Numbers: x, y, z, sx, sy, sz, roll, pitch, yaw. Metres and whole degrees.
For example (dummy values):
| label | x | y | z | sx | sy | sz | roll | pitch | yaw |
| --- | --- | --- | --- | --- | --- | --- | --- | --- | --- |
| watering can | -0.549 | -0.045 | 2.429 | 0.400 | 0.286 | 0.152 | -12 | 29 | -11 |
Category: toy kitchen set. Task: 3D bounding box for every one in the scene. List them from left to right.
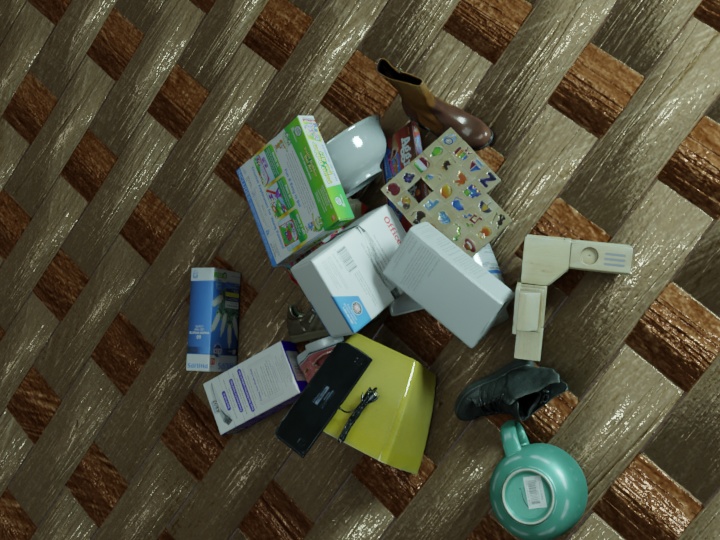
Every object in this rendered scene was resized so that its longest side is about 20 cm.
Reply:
| label | x | y | z | sx | sy | sz | roll | pitch | yaw |
| --- | --- | --- | --- | --- | --- | --- | --- | --- | --- |
| toy kitchen set | 0.340 | 0.054 | 1.426 | 0.178 | 0.163 | 0.203 | 6 | 97 | 12 |

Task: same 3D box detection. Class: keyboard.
| label | x | y | z | sx | sy | sz | roll | pitch | yaw |
| --- | --- | --- | --- | --- | --- | --- | --- | --- | --- |
| keyboard | -0.044 | 0.223 | 1.461 | 0.126 | 0.021 | 0.201 | 30 | 78 | 33 |

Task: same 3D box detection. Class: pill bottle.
| label | x | y | z | sx | sy | sz | roll | pitch | yaw |
| --- | --- | --- | --- | --- | --- | --- | --- | --- | --- |
| pill bottle | 0.186 | 0.003 | 1.538 | 0.111 | 0.112 | 0.202 | -24 | 74 | 20 |

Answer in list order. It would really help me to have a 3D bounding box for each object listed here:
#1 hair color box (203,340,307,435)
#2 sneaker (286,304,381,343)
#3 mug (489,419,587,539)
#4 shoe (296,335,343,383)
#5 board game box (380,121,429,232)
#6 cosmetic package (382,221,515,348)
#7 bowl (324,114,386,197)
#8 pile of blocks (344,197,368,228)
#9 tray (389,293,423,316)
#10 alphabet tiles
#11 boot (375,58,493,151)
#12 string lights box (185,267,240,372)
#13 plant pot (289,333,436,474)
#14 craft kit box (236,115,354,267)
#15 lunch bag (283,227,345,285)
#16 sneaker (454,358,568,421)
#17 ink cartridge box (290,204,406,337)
| label | x | y | z | sx | sy | sz | roll | pitch | yaw |
| --- | --- | --- | --- | --- | --- | --- | --- | --- | --- |
| hair color box | -0.201 | 0.231 | 1.718 | 0.198 | 0.065 | 0.110 | -28 | 73 | 18 |
| sneaker | -0.058 | 0.083 | 1.659 | 0.198 | 0.070 | 0.077 | -15 | 89 | 24 |
| mug | 0.277 | 0.357 | 1.449 | 0.184 | 0.114 | 0.153 | 33 | 98 | 24 |
| shoe | -0.064 | 0.179 | 1.608 | 0.071 | 0.200 | 0.092 | -15 | 78 | -20 |
| board game box | 0.082 | -0.162 | 1.617 | 0.103 | 0.019 | 0.203 | -30 | 59 | 45 |
| cosmetic package | 0.145 | 0.021 | 1.450 | 0.200 | 0.074 | 0.102 | 41 | 119 | 15 |
| bowl | -0.023 | -0.194 | 1.630 | 0.200 | 0.201 | 0.091 | -35 | 88 | 17 |
| pile of blocks | 0.001 | -0.043 | 1.667 | 0.061 | 0.082 | 0.203 | -6 | 88 | -12 |
| tray | 0.091 | -0.023 | 1.635 | 0.106 | 0.022 | 0.203 | -14 | 78 | 24 |
| alphabet tiles | 0.159 | -0.124 | 1.511 | 0.167 | 0.008 | 0.200 | -40 | 74 | -2 |
| boot | 0.135 | -0.296 | 1.548 | 0.188 | 0.200 | 0.069 | 37 | 89 | 25 |
| string lights box | -0.293 | 0.101 | 1.755 | 0.058 | 0.103 | 0.203 | -1 | 83 | 24 |
| plant pot | 0.026 | 0.227 | 1.551 | 0.198 | 0.200 | 0.178 | 22 | 81 | 25 |
| craft kit box | -0.120 | -0.138 | 1.556 | 0.197 | 0.048 | 0.202 | -32 | 75 | 43 |
| lunch bag | -0.101 | -0.041 | 1.662 | 0.200 | 0.081 | 0.178 | 48 | 141 | 30 |
| sneaker | 0.249 | 0.217 | 1.485 | 0.199 | 0.060 | 0.105 | -36 | 30 | 14 |
| ink cartridge box | 0.000 | 0.000 | 1.530 | 0.084 | 0.199 | 0.146 | -17 | 107 | 56 |
